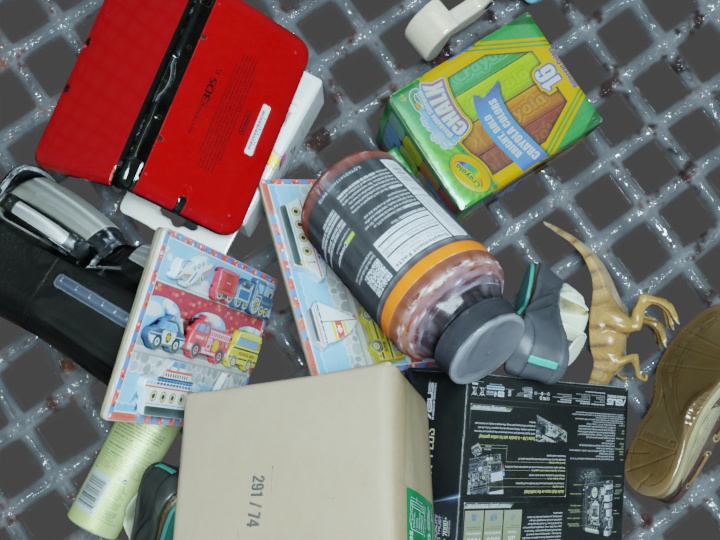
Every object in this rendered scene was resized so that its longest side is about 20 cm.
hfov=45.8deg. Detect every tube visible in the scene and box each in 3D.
[{"bbox_3d":[-0.202,0.151,0.805,0.058,0.052,0.201,35,76,-38],"label":"tube"}]

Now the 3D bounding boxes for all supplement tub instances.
[{"bbox_3d":[0.042,-0.002,0.686,0.107,0.107,0.200,-36,56,-5],"label":"supplement tub"}]

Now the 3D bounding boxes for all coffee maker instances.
[{"bbox_3d":[-0.260,0.034,0.771,0.200,0.135,0.193,30,101,12],"label":"coffee maker"}]

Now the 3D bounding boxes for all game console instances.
[{"bbox_3d":[-0.170,-0.152,0.783,0.172,0.119,0.201,26,79,-30],"label":"game console"}]

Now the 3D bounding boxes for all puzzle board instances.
[{"bbox_3d":[-0.135,0.060,0.736,0.017,0.200,0.151,12,82,23],"label":"puzzle board"},{"bbox_3d":[0.000,0.000,0.776,0.150,0.017,0.201,-3,62,-31],"label":"puzzle board"}]

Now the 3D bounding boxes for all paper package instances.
[{"bbox_3d":[-0.041,0.187,0.648,0.190,0.103,0.201,-12,60,22],"label":"paper package"}]

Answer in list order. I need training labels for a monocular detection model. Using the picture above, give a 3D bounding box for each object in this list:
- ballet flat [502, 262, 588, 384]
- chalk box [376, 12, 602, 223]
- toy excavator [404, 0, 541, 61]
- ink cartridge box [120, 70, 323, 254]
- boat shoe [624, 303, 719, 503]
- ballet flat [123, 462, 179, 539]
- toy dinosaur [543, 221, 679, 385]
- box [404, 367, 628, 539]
[{"bbox_3d":[0.165,0.048,0.754,0.073,0.200,0.073,5,107,15],"label":"ballet flat"},{"bbox_3d":[0.095,-0.120,0.796,0.200,0.124,0.125,-34,85,-9],"label":"chalk box"},{"bbox_3d":[0.154,-0.296,0.842,0.100,0.200,0.194,50,40,5],"label":"toy excavator"},{"bbox_3d":[-0.131,-0.114,0.824,0.116,0.068,0.201,28,82,2],"label":"ink cartridge box"},{"bbox_3d":[0.324,0.129,0.814,0.072,0.072,0.201,30,82,-35],"label":"boat shoe"},{"bbox_3d":[-0.190,0.259,0.772,0.068,0.068,0.201,32,110,32],"label":"ballet flat"},{"bbox_3d":[0.242,0.044,0.819,0.106,0.060,0.201,-3,83,0],"label":"toy dinosaur"},{"bbox_3d":[0.134,0.174,0.743,0.199,0.086,0.165,9,82,-34],"label":"box"}]
